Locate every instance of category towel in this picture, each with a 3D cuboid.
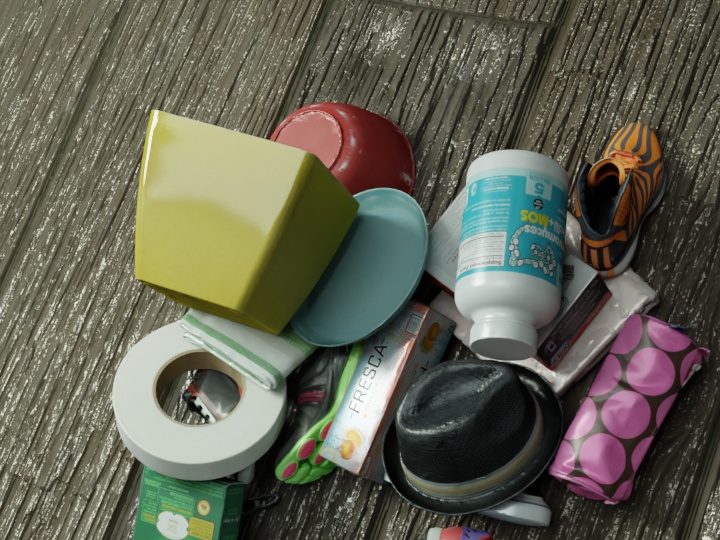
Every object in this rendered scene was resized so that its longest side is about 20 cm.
[{"bbox_3d":[-0.096,0.047,1.661,0.148,0.031,0.200,31,48,22],"label":"towel"},{"bbox_3d":[0.201,0.036,1.582,0.191,0.032,0.200,-46,56,3],"label":"towel"}]

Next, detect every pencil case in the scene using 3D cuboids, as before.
[{"bbox_3d":[0.277,0.145,1.469,0.093,0.091,0.202,29,84,12],"label":"pencil case"}]

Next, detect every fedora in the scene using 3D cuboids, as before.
[{"bbox_3d":[0.108,0.153,1.475,0.198,0.092,0.202,-12,48,14],"label":"fedora"}]

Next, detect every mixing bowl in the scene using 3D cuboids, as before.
[{"bbox_3d":[-0.043,-0.126,1.727,0.198,0.108,0.203,-10,65,22],"label":"mixing bowl"}]

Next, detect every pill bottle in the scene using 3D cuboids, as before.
[{"bbox_3d":[0.156,-0.013,1.468,0.109,0.111,0.203,-3,67,25],"label":"pill bottle"}]

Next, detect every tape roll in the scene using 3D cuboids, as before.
[{"bbox_3d":[-0.181,0.142,1.613,0.200,0.037,0.205,0,51,0],"label":"tape roll"}]

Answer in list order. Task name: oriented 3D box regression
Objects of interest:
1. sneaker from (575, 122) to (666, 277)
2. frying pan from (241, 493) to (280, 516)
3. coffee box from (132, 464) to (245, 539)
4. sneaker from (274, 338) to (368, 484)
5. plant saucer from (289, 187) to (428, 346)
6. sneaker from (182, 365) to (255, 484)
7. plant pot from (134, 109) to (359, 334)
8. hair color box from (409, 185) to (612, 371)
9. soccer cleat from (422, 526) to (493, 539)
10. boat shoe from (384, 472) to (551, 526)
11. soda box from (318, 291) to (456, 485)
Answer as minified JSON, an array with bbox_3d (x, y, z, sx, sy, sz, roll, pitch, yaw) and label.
[{"bbox_3d":[0.283,-0.101,1.538,0.077,0.113,0.202,7,58,20],"label":"sneaker"},{"bbox_3d":[-0.190,0.306,1.659,0.188,0.031,0.116,1,70,29],"label":"frying pan"},{"bbox_3d":[-0.203,0.327,1.611,0.122,0.044,0.203,9,91,29],"label":"coffee box"},{"bbox_3d":[-0.041,0.154,1.633,0.083,0.077,0.201,17,70,44],"label":"sneaker"},{"bbox_3d":[0.000,0.000,1.607,0.198,0.027,0.202,-23,49,29],"label":"plant saucer"},{"bbox_3d":[-0.167,0.164,1.665,0.081,0.078,0.202,-4,49,-13],"label":"sneaker"},{"bbox_3d":[-0.139,-0.041,1.565,0.198,0.200,0.179,16,81,18],"label":"plant pot"},{"bbox_3d":[0.163,0.005,1.560,0.111,0.064,0.200,-50,54,-2],"label":"hair color box"},{"bbox_3d":[0.103,0.364,1.469,0.072,0.068,0.203,-7,64,15],"label":"soccer cleat"},{"bbox_3d":[0.116,0.220,1.518,0.198,0.073,0.066,13,79,29],"label":"boat shoe"},{"bbox_3d":[0.031,0.131,1.586,0.063,0.068,0.202,22,86,38],"label":"soda box"}]
